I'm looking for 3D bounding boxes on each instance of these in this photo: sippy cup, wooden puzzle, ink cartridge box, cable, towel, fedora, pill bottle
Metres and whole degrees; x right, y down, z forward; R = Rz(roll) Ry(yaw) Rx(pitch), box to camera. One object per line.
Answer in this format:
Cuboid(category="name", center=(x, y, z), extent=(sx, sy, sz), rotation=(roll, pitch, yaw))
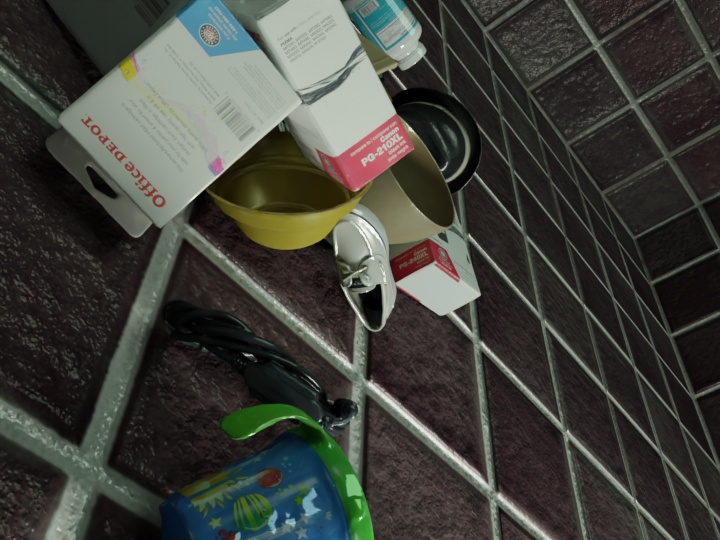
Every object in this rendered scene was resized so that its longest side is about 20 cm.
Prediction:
Cuboid(category="sippy cup", center=(-0.079, 0.201, 0.598), extent=(0.130, 0.140, 0.179), rotation=(-11, 75, -32))
Cuboid(category="wooden puzzle", center=(-0.047, -0.334, 1.114), extent=(0.185, 0.037, 0.200), rotation=(38, 24, 2))
Cuboid(category="ink cartridge box", center=(-0.047, -0.200, 0.800), extent=(0.200, 0.084, 0.145), rotation=(59, -9, -32))
Cuboid(category="ink cartridge box", center=(-0.179, -0.142, 0.731), extent=(0.129, 0.200, 0.125), rotation=(50, -5, -18))
Cuboid(category="cable", center=(-0.092, 0.084, 0.716), extent=(0.199, 0.051, 0.163), rotation=(32, -6, -2))
Cuboid(category="ink cartridge box", center=(0.105, -0.049, 1.267), extent=(0.145, 0.083, 0.201), rotation=(32, 37, -45))
Cuboid(category="towel", center=(-0.071, -0.131, 1.058), extent=(0.147, 0.024, 0.201), rotation=(45, 23, -70))
Cuboid(category="fedora", center=(0.101, -0.213, 1.310), extent=(0.201, 0.200, 0.092), rotation=(61, 23, 3))
Cuboid(category="pill bottle", center=(0.055, -0.526, 1.653), extent=(0.200, 0.111, 0.111), rotation=(49, 27, -23))

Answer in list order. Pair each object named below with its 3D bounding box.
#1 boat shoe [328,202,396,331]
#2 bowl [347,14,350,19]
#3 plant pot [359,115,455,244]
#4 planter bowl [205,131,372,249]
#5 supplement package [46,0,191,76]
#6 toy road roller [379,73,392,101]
Cuboid(category="boat shoe", center=(0.000, 0.000, 1.001), extent=(0.201, 0.072, 0.066), rotation=(76, 19, -46))
Cuboid(category="bowl", center=(-0.119, -0.481, 1.332), extent=(0.201, 0.074, 0.200), rotation=(59, 25, -4))
Cuboid(category="plant pot", center=(0.028, -0.117, 1.140), extent=(0.200, 0.134, 0.201), rotation=(43, 29, -31))
Cuboid(category="planter bowl", center=(-0.087, -0.082, 0.906), extent=(0.201, 0.199, 0.084), rotation=(-79, 175, -54))
Cuboid(category="supplement package", center=(-0.200, -0.322, 0.862), extent=(0.147, 0.191, 0.200), rotation=(52, 25, 3))
Cuboid(category="toy road roller", center=(-0.010, -0.241, 1.215), extent=(0.146, 0.123, 0.200), rotation=(55, 26, -10))
